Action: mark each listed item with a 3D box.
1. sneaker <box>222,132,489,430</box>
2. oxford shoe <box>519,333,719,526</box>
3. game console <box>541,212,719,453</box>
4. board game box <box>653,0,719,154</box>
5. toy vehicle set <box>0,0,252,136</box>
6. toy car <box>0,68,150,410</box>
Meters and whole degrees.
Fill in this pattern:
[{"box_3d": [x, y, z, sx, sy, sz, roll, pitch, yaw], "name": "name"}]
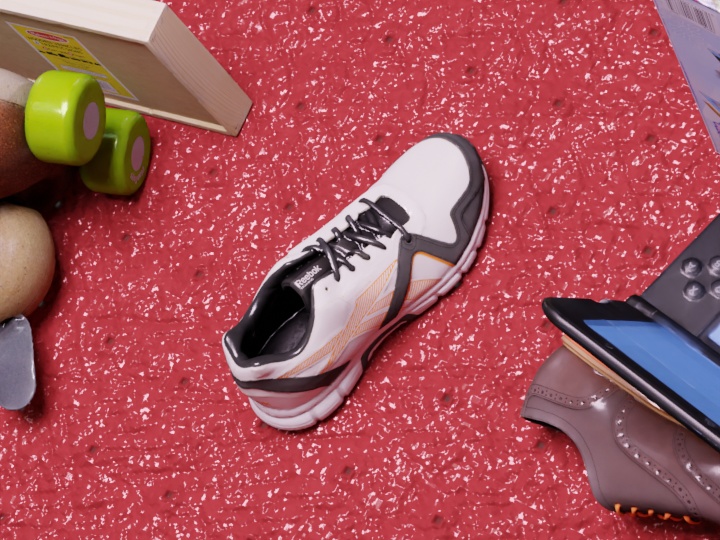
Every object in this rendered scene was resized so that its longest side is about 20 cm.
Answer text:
[{"box_3d": [0.000, 0.000, 0.912, 0.074, 0.080, 0.200, 33, 81, 31], "name": "sneaker"}, {"box_3d": [0.164, 0.105, 0.813, 0.073, 0.071, 0.200, -52, 51, 5], "name": "oxford shoe"}, {"box_3d": [0.218, 0.038, 0.767, 0.176, 0.116, 0.200, -44, 62, -13], "name": "game console"}, {"box_3d": [0.245, -0.069, 0.772, 0.200, 0.200, 0.041, 35, 85, 29], "name": "board game box"}, {"box_3d": [-0.180, -0.143, 1.019, 0.200, 0.124, 0.027, 16, 74, 26], "name": "toy vehicle set"}, {"box_3d": [-0.239, -0.019, 0.985, 0.164, 0.158, 0.200, 8, 82, 14], "name": "toy car"}]
